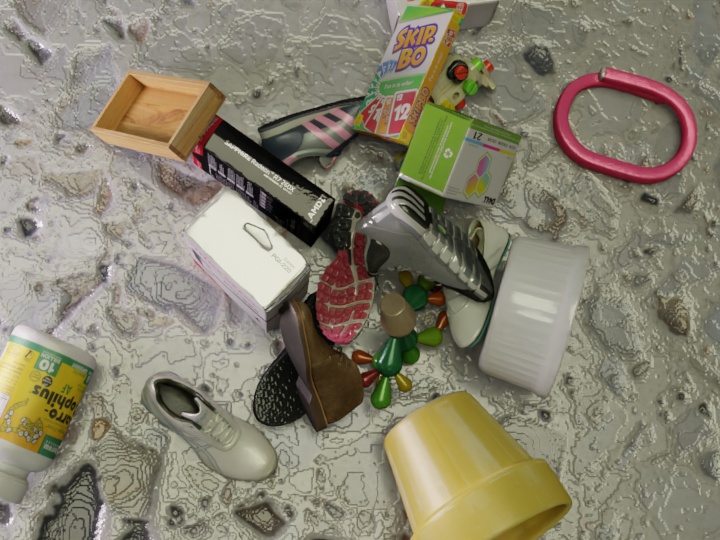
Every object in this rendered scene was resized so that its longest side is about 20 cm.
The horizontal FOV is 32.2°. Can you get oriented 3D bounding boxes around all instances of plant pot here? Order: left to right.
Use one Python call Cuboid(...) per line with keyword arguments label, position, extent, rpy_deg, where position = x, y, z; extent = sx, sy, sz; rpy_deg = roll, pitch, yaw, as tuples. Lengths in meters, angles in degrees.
Cuboid(label="plant pot", position=(0.129, 0.262, 1.545), extent=(0.200, 0.201, 0.189), rpy_deg=(-28, 66, -9))

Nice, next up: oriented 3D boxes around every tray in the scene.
Cuboid(label="tray", position=(-0.261, -0.200, 1.601), extent=(0.037, 0.200, 0.099), rpy_deg=(41, 74, -40))

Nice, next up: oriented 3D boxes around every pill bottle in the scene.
Cuboid(label="pill bottle", position=(-0.416, 0.179, 1.543), extent=(0.112, 0.113, 0.201), rpy_deg=(23, 77, 0))

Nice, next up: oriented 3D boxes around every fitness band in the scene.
Cuboid(label="fitness band", position=(0.366, -0.199, 1.723), extent=(0.199, 0.037, 0.144), rpy_deg=(16, 78, -1))

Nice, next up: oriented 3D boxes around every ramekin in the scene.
Cuboid(label="ramekin", position=(0.217, 0.054, 1.584), extent=(0.097, 0.201, 0.202), rpy_deg=(16, 78, 7))

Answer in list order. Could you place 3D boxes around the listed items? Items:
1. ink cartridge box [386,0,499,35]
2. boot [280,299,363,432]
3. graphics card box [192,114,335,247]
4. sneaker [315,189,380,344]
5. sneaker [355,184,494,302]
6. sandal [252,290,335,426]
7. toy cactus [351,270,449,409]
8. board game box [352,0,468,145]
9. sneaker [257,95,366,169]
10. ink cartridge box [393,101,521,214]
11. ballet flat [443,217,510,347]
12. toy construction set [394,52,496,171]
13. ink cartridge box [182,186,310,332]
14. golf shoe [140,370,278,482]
Cuboid(label="ink cartridge box", position=(0.100, -0.437, 1.722), extent=(0.145, 0.084, 0.201), rpy_deg=(-10, 80, -6))
Cuboid(label="boot", position=(-0.047, 0.105, 1.523), extent=(0.075, 0.201, 0.074), rpy_deg=(-22, 40, -11))
Cuboid(label="graphics card box", position=(-0.127, -0.116, 1.619), extent=(0.200, 0.126, 0.051), rpy_deg=(36, 78, 3))
Cuboid(label="sneaker", position=(0.000, 0.000, 1.627), extent=(0.080, 0.075, 0.201), rpy_deg=(8, 77, 25))
Cuboid(label="sneaker", position=(0.070, -0.014, 1.541), extent=(0.115, 0.075, 0.200), rpy_deg=(-32, 120, 26))
Cuboid(label="sandal", position=(-0.078, 0.119, 1.620), extent=(0.075, 0.048, 0.201), rpy_deg=(35, 64, -12))
Cuboid(label="toy cactus", position=(0.047, 0.070, 1.587), extent=(0.102, 0.165, 0.200), rpy_deg=(27, 72, 21))
Cuboid(label="board game box", position=(0.065, -0.263, 1.614), extent=(0.030, 0.095, 0.201), rpy_deg=(31, 82, -41))
Cuboid(label="sneaker", position=(-0.035, -0.183, 1.680), extent=(0.199, 0.070, 0.082), rpy_deg=(-17, 102, -8))
Cuboid(label="ink cartridge box", position=(0.111, -0.099, 1.593), extent=(0.076, 0.148, 0.201), rpy_deg=(25, 100, 30))
Cuboid(label="ballet flat", position=(0.141, 0.011, 1.618), extent=(0.069, 0.070, 0.201), rpy_deg=(22, 52, 0))
Cuboid(label="toy construction set", position=(0.114, -0.215, 1.664), extent=(0.200, 0.092, 0.131), rpy_deg=(-53, 132, -12))
Cuboid(label="ink cartridge box", position=(-0.139, -0.009, 1.559), extent=(0.146, 0.200, 0.085), rpy_deg=(43, 79, 4))
Cuboid(label="golf shoe", position=(-0.191, 0.199, 1.568), extent=(0.199, 0.097, 0.079), rpy_deg=(33, 76, 0))
